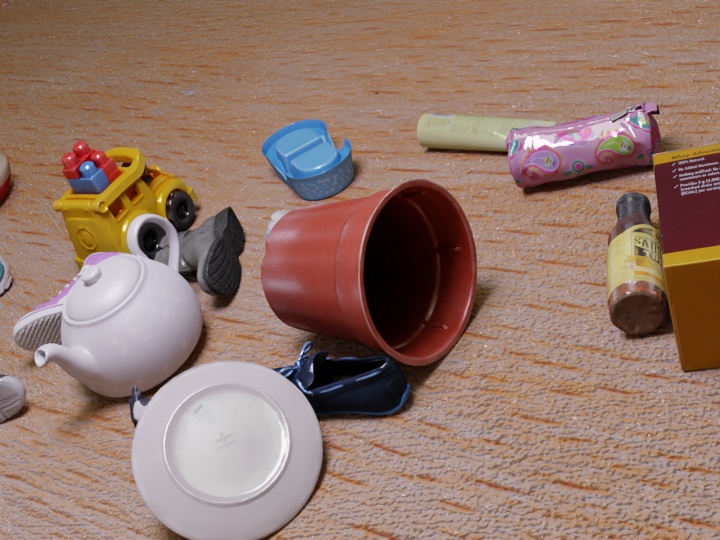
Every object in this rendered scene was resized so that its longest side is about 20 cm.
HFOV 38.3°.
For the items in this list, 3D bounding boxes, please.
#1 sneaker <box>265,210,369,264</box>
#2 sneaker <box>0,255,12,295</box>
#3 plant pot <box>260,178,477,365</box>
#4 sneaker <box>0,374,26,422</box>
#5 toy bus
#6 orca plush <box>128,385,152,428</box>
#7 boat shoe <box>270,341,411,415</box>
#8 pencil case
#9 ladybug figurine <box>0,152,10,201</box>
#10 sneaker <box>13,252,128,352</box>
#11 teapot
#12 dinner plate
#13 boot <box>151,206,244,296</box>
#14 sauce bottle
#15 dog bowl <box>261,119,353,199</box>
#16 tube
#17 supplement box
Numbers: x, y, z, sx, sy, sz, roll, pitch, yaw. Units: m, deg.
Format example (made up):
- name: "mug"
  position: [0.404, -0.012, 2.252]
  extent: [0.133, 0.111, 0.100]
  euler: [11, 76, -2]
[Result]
- name: "sneaker"
  position: [-0.039, -0.025, 1.369]
  extent: [0.198, 0.074, 0.072]
  euler: [17, 20, 29]
- name: "sneaker"
  position: [-0.649, 0.020, 1.629]
  extent: [0.198, 0.080, 0.078]
  euler: [-24, 33, -2]
- name: "plant pot"
  position: [0.000, 0.000, 1.200]
  extent: [0.194, 0.202, 0.201]
  euler: [2, 39, 45]
- name: "sneaker"
  position: [-0.522, 0.155, 1.374]
  extent: [0.197, 0.078, 0.082]
  euler: [-9, 29, 18]
- name: "toy bus"
  position: [-0.363, -0.118, 1.560]
  extent: [0.134, 0.194, 0.201]
  euler: [2, 38, 33]
- name: "orca plush"
  position: [-0.187, 0.198, 1.152]
  extent: [0.199, 0.071, 0.107]
  euler: [12, 90, 47]
- name: "boat shoe"
  position: [-0.041, 0.115, 1.155]
  extent: [0.197, 0.069, 0.085]
  euler: [-8, 35, 21]
- name: "pencil case"
  position: [0.290, -0.163, 1.345]
  extent: [0.197, 0.088, 0.088]
  euler: [-10, 35, 20]
- name: "ladybug figurine"
  position: [-0.706, -0.144, 1.900]
  extent: [0.134, 0.073, 0.201]
  euler: [-5, 37, 23]
- name: "sneaker"
  position: [-0.394, 0.039, 1.452]
  extent: [0.198, 0.073, 0.115]
  euler: [-21, 46, -19]
- name: "teapot"
  position: [-0.303, 0.048, 1.315]
  extent: [0.196, 0.147, 0.201]
  euler: [-28, 36, 0]
- name: "dinner plate"
  position: [-0.137, 0.180, 1.068]
  extent: [0.197, 0.024, 0.203]
  euler: [2, 57, -4]
- name: "boot"
  position: [-0.236, -0.007, 1.459]
  extent: [0.129, 0.068, 0.201]
  euler: [-23, 28, 13]
- name: "sauce bottle"
  position: [0.303, -0.016, 1.146]
  extent: [0.065, 0.067, 0.201]
  euler: [-9, 37, 18]
- name: "dog bowl"
  position: [-0.078, -0.170, 1.597]
  extent: [0.111, 0.050, 0.200]
  euler: [-30, 35, -12]
- name: "tube"
  position: [0.177, -0.196, 1.495]
  extent: [0.198, 0.052, 0.059]
  euler: [7, 84, 31]
- name: "supplement box"
  position: [0.404, -0.027, 1.040]
  extent: [0.194, 0.134, 0.201]
  euler: [-9, 35, 19]
